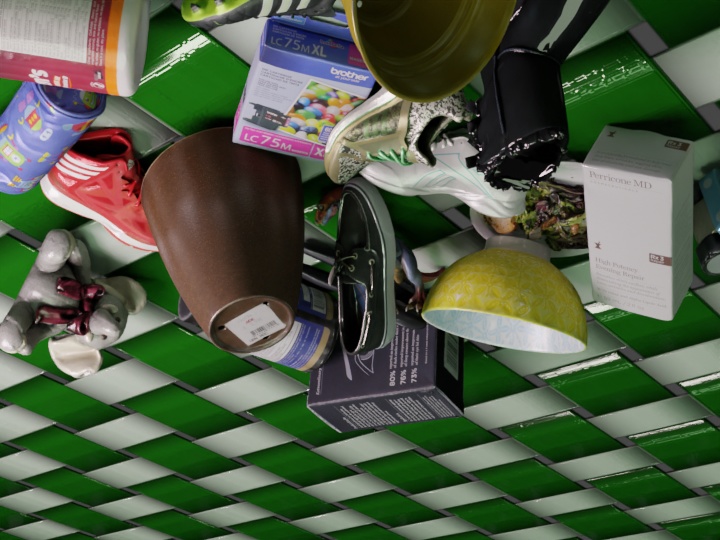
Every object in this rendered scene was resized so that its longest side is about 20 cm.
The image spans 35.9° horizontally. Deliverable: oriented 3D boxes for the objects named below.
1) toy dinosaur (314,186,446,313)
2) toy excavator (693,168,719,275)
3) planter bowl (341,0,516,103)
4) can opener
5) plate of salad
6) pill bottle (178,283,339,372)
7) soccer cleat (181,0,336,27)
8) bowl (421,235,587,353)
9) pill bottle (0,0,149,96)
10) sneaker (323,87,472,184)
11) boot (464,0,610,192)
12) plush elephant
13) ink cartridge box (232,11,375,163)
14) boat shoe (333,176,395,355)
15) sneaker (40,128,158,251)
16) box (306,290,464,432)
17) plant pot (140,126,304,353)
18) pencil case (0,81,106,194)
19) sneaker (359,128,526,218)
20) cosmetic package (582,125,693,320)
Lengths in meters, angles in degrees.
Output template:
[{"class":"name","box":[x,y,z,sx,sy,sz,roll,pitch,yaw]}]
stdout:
[{"class":"toy dinosaur","box":[0.014,-0.028,1.355,0.104,0.200,0.184,-13,108,23]},{"class":"toy excavator","box":[0.428,-0.090,1.186,0.193,0.101,0.200,20,133,-29]},{"class":"planter bowl","box":[0.040,-0.248,0.917,0.083,0.202,0.200,26,168,41]},{"class":"can opener","box":[0.001,0.015,1.440,0.198,0.064,0.078,29,170,-20]},{"class":"plate of salad","box":[0.226,-0.060,1.290,0.197,0.049,0.201,3,149,2]},{"class":"pill bottle","box":[-0.134,0.055,1.467,0.198,0.113,0.112,21,146,-25]},{"class":"soccer cleat","box":[-0.068,-0.250,0.991,0.198,0.068,0.081,-14,146,24]},{"class":"bowl","box":[0.178,0.022,1.318,0.197,0.109,0.200,12,167,3]},{"class":"pill bottle","box":[-0.298,-0.227,1.014,0.197,0.111,0.110,8,150,-6]},{"class":"sneaker","box":[0.037,-0.132,1.110,0.076,0.089,0.200,-12,158,-46]},{"class":"boot","box":[0.164,-0.176,0.987,0.073,0.165,0.198,17,148,-24]},{"class":"plush elephant","box":[-0.369,0.052,1.454,0.153,0.166,0.200,28,173,-13]},{"class":"ink cartridge box","box":[-0.054,-0.185,1.125,0.118,0.042,0.201,11,147,-13]},{"class":"boat shoe","box":[0.000,0.000,1.228,0.068,0.056,0.203,15,119,44]},{"class":"sneaker","box":[-0.258,-0.091,1.273,0.198,0.079,0.115,19,148,-25]},{"class":"box","box":[0.037,0.127,1.533,0.197,0.150,0.104,-10,148,26]},{"class":"plant pot","box":[-0.134,-0.018,1.207,0.184,0.202,0.188,-11,141,-9]},{"class":"pencil case","box":[-0.340,-0.155,1.171,0.087,0.079,0.199,40,139,-16]},{"class":"sneaker","box":[0.089,-0.120,1.202,0.197,0.071,0.081,11,123,2]},{"class":"cosmetic package","box":[0.301,-0.049,1.197,0.101,0.074,0.202,14,140,31]}]
